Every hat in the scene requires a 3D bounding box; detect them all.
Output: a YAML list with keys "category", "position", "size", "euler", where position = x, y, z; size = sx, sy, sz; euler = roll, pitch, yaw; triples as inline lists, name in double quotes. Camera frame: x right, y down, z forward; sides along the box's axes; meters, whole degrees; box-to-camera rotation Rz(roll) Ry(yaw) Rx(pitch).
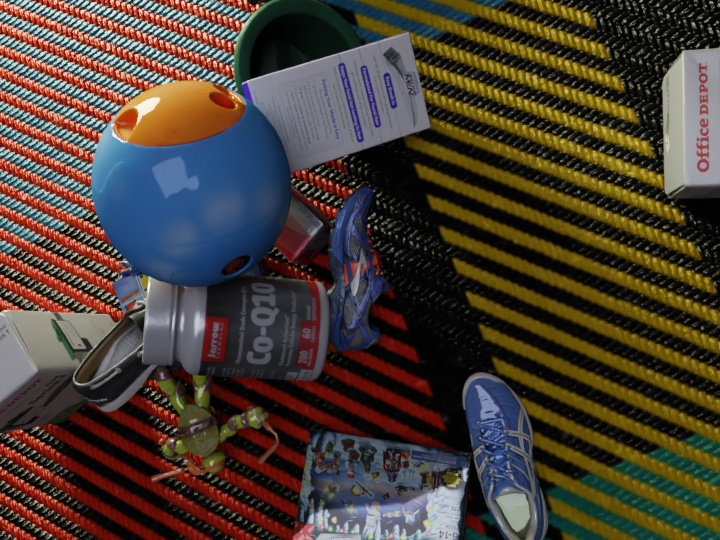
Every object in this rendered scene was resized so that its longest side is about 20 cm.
- category: "hat"
  position: [-0.109, -0.254, 0.909]
  size: [0.197, 0.175, 0.169]
  euler: [23, 89, -25]

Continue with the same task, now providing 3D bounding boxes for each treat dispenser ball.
- category: "treat dispenser ball"
  position: [-0.167, -0.086, 0.710]
  size: [0.196, 0.201, 0.206]
  euler: [-1, 86, 12]

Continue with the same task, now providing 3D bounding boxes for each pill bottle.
- category: "pill bottle"
  position: [-0.141, 0.062, 0.789]
  size: [0.195, 0.114, 0.117]
  euler: [5, 87, -16]

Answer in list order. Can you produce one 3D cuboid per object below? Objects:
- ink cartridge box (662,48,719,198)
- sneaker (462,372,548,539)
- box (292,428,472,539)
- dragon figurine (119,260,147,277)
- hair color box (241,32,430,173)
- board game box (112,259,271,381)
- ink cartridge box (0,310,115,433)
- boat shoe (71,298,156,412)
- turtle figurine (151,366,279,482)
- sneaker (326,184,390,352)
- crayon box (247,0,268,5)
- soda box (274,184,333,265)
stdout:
- category: "ink cartridge box"
  position: [0.433, -0.156, 0.744]
  size: [0.195, 0.084, 0.148]
  euler: [0, 87, 13]
- category: "sneaker"
  position: [0.165, 0.213, 0.784]
  size: [0.074, 0.077, 0.204]
  euler: [-20, 81, 12]
- category: "box"
  position: [0.026, 0.269, 0.815]
  size: [0.195, 0.040, 0.140]
  euler: [5, 73, 13]
- category: "dragon figurine"
  position: [-0.217, -0.064, 0.855]
  size: [0.197, 0.059, 0.101]
  euler: [-27, 94, 13]
- category: "hair color box"
  position: [-0.027, -0.191, 0.813]
  size: [0.196, 0.065, 0.112]
  euler: [-19, 106, -10]
- category: "board game box"
  position: [-0.208, 0.039, 0.902]
  size: [0.197, 0.034, 0.138]
  euler: [-24, 82, 10]
- category: "ink cartridge box"
  position: [-0.396, 0.124, 0.854]
  size: [0.145, 0.200, 0.085]
  euler: [-37, 79, 8]
- category: "boat shoe"
  position: [-0.258, 0.072, 0.834]
  size: [0.073, 0.061, 0.201]
  euler: [32, 74, 36]
- category: "turtle figurine"
  position: [-0.206, 0.184, 0.859]
  size: [0.197, 0.064, 0.165]
  euler: [-21, 90, 22]
- category: "sneaker"
  position: [0.000, 0.000, 0.847]
  size: [0.076, 0.075, 0.205]
  euler: [7, 96, 4]
- category: "crayon box"
  position: [-0.070, -0.433, 0.890]
  size: [0.196, 0.058, 0.122]
  euler: [-14, 83, 12]
- category: "soda box"
  position: [-0.123, -0.098, 0.874]
  size: [0.200, 0.070, 0.064]
  euler: [44, 98, 12]
